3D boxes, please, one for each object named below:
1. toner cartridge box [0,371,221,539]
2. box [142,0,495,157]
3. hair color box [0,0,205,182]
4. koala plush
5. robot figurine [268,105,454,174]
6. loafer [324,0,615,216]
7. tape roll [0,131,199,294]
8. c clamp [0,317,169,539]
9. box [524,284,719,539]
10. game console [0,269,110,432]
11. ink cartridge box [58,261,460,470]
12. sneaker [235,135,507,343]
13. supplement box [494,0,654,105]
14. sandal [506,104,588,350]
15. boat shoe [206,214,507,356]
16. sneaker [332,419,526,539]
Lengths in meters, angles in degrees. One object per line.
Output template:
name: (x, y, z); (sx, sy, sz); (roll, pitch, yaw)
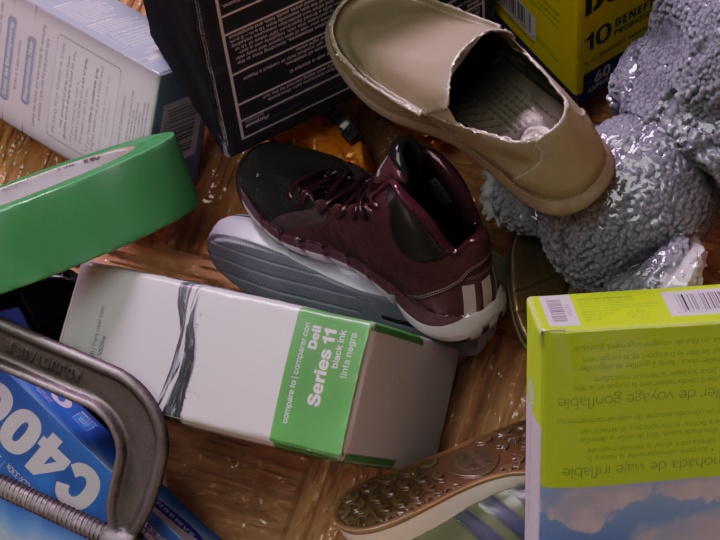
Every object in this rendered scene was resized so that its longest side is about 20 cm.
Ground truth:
toner cartridge box: (-0.191, 0.134, 1.201); (0.200, 0.043, 0.095); (42, 105, 6)
box: (-0.031, -0.202, 1.171); (0.200, 0.199, 0.123); (-26, 61, -12)
hair color box: (-0.195, -0.137, 1.327); (0.200, 0.061, 0.099); (30, 125, 27)
koala plush: (0.177, -0.064, 1.118); (0.200, 0.184, 0.177); (-41, 61, -3)
robot figurine: (-0.026, -0.136, 1.296); (0.145, 0.058, 0.200); (-37, 62, 2)
loafer: (0.058, -0.108, 1.080); (0.200, 0.068, 0.076); (35, 71, 28)
tape roll: (-0.199, -0.029, 1.200); (0.200, 0.200, 0.048); (-18, 99, 12)
c clamp: (-0.189, 0.117, 1.148); (0.200, 0.027, 0.171); (27, 118, 14)
box: (0.152, 0.108, 1.067); (0.122, 0.201, 0.048); (-3, 27, -4)
game console: (-0.246, 0.114, 1.243); (0.199, 0.176, 0.117); (-13, 34, 14)
ink cartridge box: (-0.062, 0.058, 1.171); (0.199, 0.147, 0.083); (11, 87, 24)
sneaker: (0.006, -0.050, 1.156); (0.200, 0.116, 0.076); (31, 58, 25)
supplement box: (0.141, -0.216, 1.175); (0.109, 0.200, 0.110); (-32, 60, -14)
sandal: (0.118, -0.024, 1.199); (0.080, 0.054, 0.200); (3, 53, -12)
boat shoe: (0.000, 0.000, 1.235); (0.200, 0.072, 0.062); (18, 55, 19)
sneaker: (0.083, 0.148, 1.141); (0.200, 0.090, 0.067); (-17, 27, -15)
